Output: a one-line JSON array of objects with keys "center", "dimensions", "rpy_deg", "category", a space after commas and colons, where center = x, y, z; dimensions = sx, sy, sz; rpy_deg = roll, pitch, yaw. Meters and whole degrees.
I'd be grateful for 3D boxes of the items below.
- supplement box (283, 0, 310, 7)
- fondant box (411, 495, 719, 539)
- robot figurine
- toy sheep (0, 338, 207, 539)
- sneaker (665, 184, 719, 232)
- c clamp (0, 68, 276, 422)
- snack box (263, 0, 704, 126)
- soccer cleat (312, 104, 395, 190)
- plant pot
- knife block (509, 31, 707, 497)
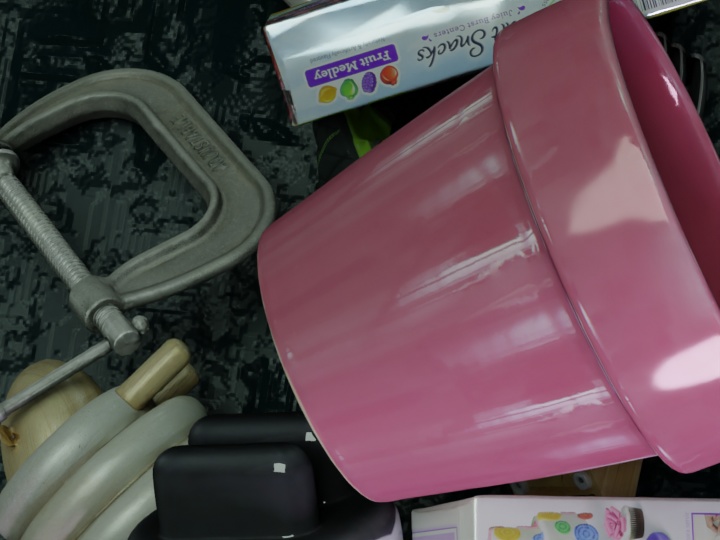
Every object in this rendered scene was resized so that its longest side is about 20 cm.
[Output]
[{"center": [0.013, -0.225, 1.421], "dimensions": [0.200, 0.074, 0.126], "rpy_deg": [-45, 106, -3], "category": "supplement box"}, {"center": [0.122, 0.173, 1.251], "dimensions": [0.199, 0.058, 0.145], "rpy_deg": [4, 80, -29], "category": "fondant box"}, {"center": [-0.038, 0.164, 1.247], "dimensions": [0.150, 0.125, 0.201], "rpy_deg": [-17, 107, -30], "category": "robot figurine"}, {"center": [-0.094, 0.121, 1.351], "dimensions": [0.138, 0.138, 0.200], "rpy_deg": [-44, 78, -2], "category": "toy sheep"}, {"center": [0.210, -0.011, 1.329], "dimensions": [0.199, 0.073, 0.071], "rpy_deg": [25, 63, -11], "category": "sneaker"}, {"center": [-0.133, -0.028, 1.404], "dimensions": [0.170, 0.027, 0.200], "rpy_deg": [-24, 44, -10], "category": "c clamp"}, {"center": [0.057, -0.121, 1.322], "dimensions": [0.199, 0.142, 0.053], "rpy_deg": [-17, 95, 1], "category": "snack box"}, {"center": [0.000, 0.000, 1.397], "dimensions": [0.081, 0.067, 0.201], "rpy_deg": [-24, 71, 19], "category": "soccer cleat"}, {"center": [0.063, 0.006, 1.198], "dimensions": [0.178, 0.200, 0.201], "rpy_deg": [-23, 70, 14], "category": "plant pot"}, {"center": [0.118, -0.008, 1.363], "dimensions": [0.175, 0.064, 0.201], "rpy_deg": [-30, 103, -34], "category": "knife block"}]
